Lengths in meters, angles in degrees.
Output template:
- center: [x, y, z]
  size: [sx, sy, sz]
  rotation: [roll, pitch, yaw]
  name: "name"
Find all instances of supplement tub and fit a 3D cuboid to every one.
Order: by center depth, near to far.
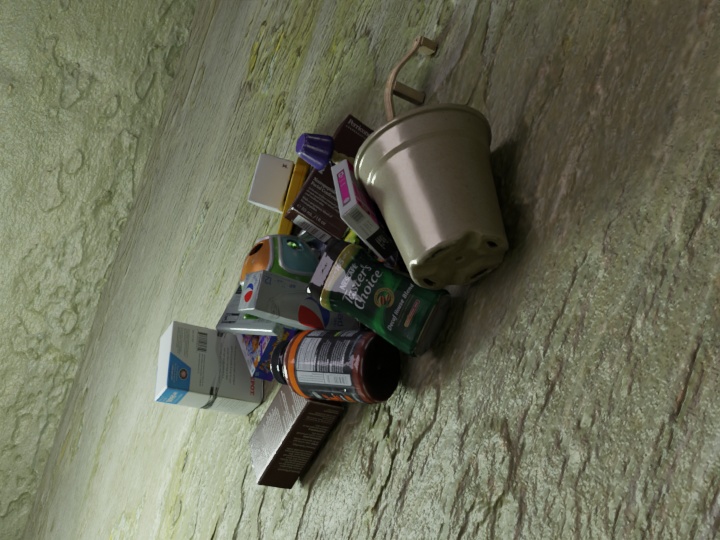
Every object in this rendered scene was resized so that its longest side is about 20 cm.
- center: [-0.043, 0.144, 1.188]
  size: [0.198, 0.107, 0.108]
  rotation: [-2, 71, 39]
  name: "supplement tub"

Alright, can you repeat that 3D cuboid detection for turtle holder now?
- center: [-0.117, 0.010, 1.344]
  size: [0.141, 0.183, 0.133]
  rotation: [144, 121, -67]
  name: "turtle holder"

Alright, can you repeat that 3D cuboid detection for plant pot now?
- center: [0.109, -0.085, 1.042]
  size: [0.200, 0.199, 0.185]
  rotation: [-44, 51, 41]
  name: "plant pot"

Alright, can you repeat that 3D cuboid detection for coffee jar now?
- center: [0.022, 0.034, 1.109]
  size: [0.199, 0.085, 0.105]
  rotation: [27, 93, 23]
  name: "coffee jar"

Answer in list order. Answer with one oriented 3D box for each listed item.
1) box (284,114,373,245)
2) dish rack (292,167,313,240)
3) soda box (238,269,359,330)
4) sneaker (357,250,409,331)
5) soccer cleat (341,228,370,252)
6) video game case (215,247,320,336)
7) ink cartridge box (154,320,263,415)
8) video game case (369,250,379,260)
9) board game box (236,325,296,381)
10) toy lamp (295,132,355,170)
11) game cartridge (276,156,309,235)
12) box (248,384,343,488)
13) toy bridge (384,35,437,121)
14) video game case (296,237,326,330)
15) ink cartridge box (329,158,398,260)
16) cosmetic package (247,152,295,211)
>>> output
- center: [-0.035, -0.152, 1.329]
  size: [0.201, 0.100, 0.075]
  rotation: [-61, 11, -18]
  name: "box"
- center: [-0.056, -0.156, 1.473]
  size: [0.171, 0.043, 0.202]
  rotation: [-34, 37, 50]
  name: "dish rack"
- center: [-0.088, 0.058, 1.235]
  size: [0.068, 0.199, 0.064]
  rotation: [-10, 65, 57]
  name: "soda box"
- center: [0.053, 0.008, 1.203]
  size: [0.202, 0.069, 0.090]
  rotation: [-65, 15, 14]
  name: "sneaker"
- center: [0.000, -0.058, 1.286]
  size: [0.201, 0.064, 0.084]
  rotation: [-52, 32, 34]
  name: "soccer cleat"
- center: [-0.180, 0.041, 1.496]
  size: [0.199, 0.023, 0.183]
  rotation: [-3, 54, 49]
  name: "video game case"
- center: [-0.304, 0.202, 1.582]
  size: [0.084, 0.198, 0.147]
  rotation: [-43, 40, 45]
  name: "ink cartridge box"
- center: [0.000, 0.000, 1.340]
  size: [0.143, 0.018, 0.202]
  rotation: [17, 91, 62]
  name: "video game case"
- center: [-0.191, 0.105, 1.544]
  size: [0.135, 0.044, 0.200]
  rotation: [-63, 29, 16]
  name: "board game box"
- center: [-0.012, -0.172, 1.263]
  size: [0.058, 0.198, 0.059]
  rotation: [-36, 45, 46]
  name: "toy lamp"
- center: [-0.131, -0.132, 1.526]
  size: [0.200, 0.032, 0.178]
  rotation: [-98, 23, -74]
  name: "game cartridge"
- center: [-0.113, 0.265, 1.325]
  size: [0.201, 0.074, 0.100]
  rotation: [-57, 33, 24]
  name: "box"
- center: [0.075, -0.301, 1.320]
  size: [0.027, 0.067, 0.202]
  rotation: [6, 80, 61]
  name: "toy bridge"
- center: [-0.109, 0.017, 1.520]
  size: [0.182, 0.023, 0.202]
  rotation: [-19, 59, 56]
  name: "video game case"
- center: [0.002, -0.101, 1.144]
  size: [0.037, 0.095, 0.201]
  rotation: [-39, 28, 13]
  name: "ink cartridge box"
- center: [-0.179, -0.177, 1.616]
  size: [0.200, 0.071, 0.103]
  rotation: [-151, 77, -87]
  name: "cosmetic package"
